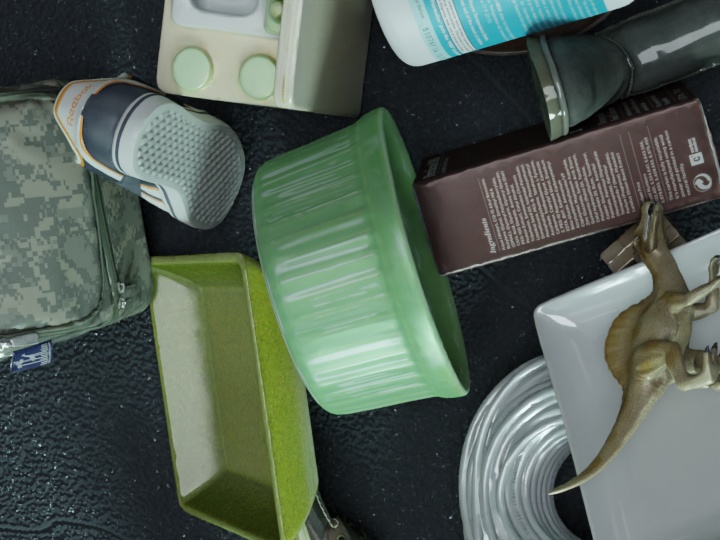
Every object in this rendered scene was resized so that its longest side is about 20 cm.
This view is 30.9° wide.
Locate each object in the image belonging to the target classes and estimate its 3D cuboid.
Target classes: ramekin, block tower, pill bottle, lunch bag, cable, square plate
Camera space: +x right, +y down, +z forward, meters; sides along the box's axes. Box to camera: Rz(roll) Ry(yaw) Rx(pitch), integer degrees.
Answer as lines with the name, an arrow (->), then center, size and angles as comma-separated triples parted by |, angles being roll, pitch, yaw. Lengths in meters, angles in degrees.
ramekin -> 0.000, 0.000, 0.884 | 0.097, 0.200, 0.202 | -16, 92, 9
block tower -> 0.237, 0.044, 0.872 | 0.058, 0.054, 0.201 | -43, 54, 13
pill bottle -> 0.106, -0.207, 0.821 | 0.198, 0.111, 0.112 | -13, 93, 17
lunch bag -> -0.250, -0.036, 0.938 | 0.138, 0.168, 0.202 | -6, 95, 22
cable -> 0.160, 0.156, 0.901 | 0.199, 0.069, 0.202 | -27, 65, 29
square plate -> 0.222, 0.077, 0.817 | 0.199, 0.028, 0.200 | -25, 61, 24

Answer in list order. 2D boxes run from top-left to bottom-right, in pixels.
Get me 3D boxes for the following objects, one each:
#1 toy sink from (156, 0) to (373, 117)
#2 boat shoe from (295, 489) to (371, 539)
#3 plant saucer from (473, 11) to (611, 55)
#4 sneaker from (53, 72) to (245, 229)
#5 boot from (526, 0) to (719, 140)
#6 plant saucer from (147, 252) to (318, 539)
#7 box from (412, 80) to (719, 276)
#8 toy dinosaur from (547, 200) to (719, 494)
toy sink -> -0.066, -0.177, 0.882 | 0.111, 0.200, 0.132 | 8, 98, 11
boat shoe -> -0.017, 0.222, 0.983 | 0.064, 0.073, 0.202 | -18, 83, -14
plant saucer -> 0.100, -0.241, 0.887 | 0.198, 0.035, 0.202 | 2, 133, 2
sneaker -> -0.144, -0.088, 0.913 | 0.079, 0.200, 0.079 | 24, 83, 17
boot -> 0.213, -0.150, 0.851 | 0.198, 0.182, 0.073 | -11, 105, 16
plant saucer -> -0.090, 0.085, 0.942 | 0.047, 0.199, 0.202 | -10, 95, -28
box -> 0.141, -0.065, 0.902 | 0.198, 0.100, 0.076 | -18, 102, 11
toy dinosaur -> 0.189, 0.056, 0.808 | 0.101, 0.058, 0.202 | -3, 63, 48
